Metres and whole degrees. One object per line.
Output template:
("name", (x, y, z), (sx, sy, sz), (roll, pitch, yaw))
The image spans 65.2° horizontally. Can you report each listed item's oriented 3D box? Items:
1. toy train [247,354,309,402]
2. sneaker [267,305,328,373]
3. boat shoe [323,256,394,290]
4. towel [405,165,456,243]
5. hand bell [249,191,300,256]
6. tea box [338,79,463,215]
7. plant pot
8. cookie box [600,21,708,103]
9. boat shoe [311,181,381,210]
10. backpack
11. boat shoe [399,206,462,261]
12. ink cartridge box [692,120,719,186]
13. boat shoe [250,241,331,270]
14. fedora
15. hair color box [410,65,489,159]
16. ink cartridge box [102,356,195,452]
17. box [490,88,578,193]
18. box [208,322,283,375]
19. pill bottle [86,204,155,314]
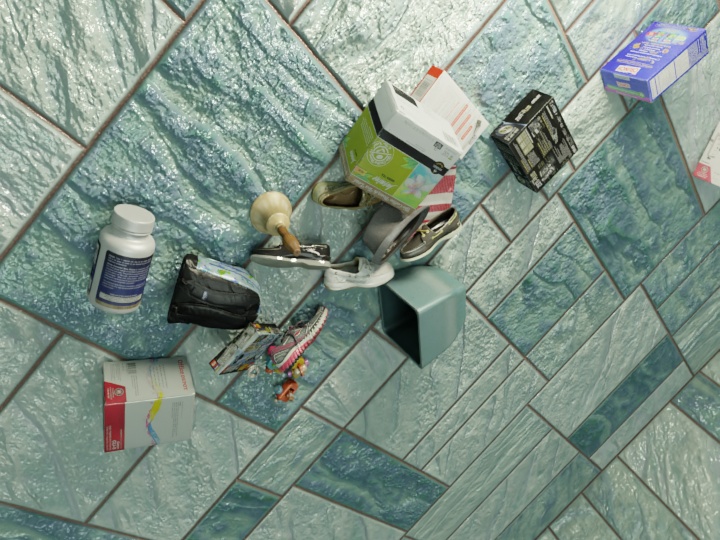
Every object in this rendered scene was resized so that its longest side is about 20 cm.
("toy train", (-0.207, 0.289, 1.510), (0.150, 0.056, 0.200), (-46, 139, -3))
("sneaker", (-0.154, 0.163, 1.448), (0.201, 0.074, 0.081), (-48, 174, -28))
("boat shoe", (0.000, 0.000, 1.455), (0.194, 0.071, 0.071), (-10, 125, -21))
("towel", (0.182, -0.172, 1.481), (0.140, 0.023, 0.206), (-9, 122, -24))
("hand bell", (-0.170, -0.084, 1.232), (0.101, 0.201, 0.107), (-13, 125, -19))
("tea box", (0.085, -0.269, 1.261), (0.196, 0.136, 0.197), (22, 126, -30))
("plant pot", (0.183, 0.103, 1.546), (0.196, 0.196, 0.201), (-24, 127, -23))
("cookie box", (0.764, -0.547, 1.474), (0.199, 0.172, 0.076), (-40, 126, 1))
("boat shoe", (-0.019, -0.175, 1.345), (0.194, 0.063, 0.075), (-9, 122, -24))
("backpack", (-0.320, 0.056, 1.287), (0.194, 0.155, 0.167), (17, 109, -13))
("boat shoe", (0.177, -0.095, 1.468), (0.198, 0.071, 0.062), (-33, 125, -17))
("ink cartridge box", (1.202, -0.376, 1.823), (0.080, 0.147, 0.205), (2, 117, -28))
("boat shoe", (-0.165, -0.041, 1.349), (0.193, 0.074, 0.063), (4, 77, -12))
("fedora", (0.075, -0.110, 1.398), (0.200, 0.090, 0.177), (-46, 170, -13))
("hair color box", (0.207, -0.375, 1.348), (0.198, 0.064, 0.112), (35, 99, -36))
("ink cartridge box", (-0.500, 0.309, 1.326), (0.194, 0.146, 0.149), (-1, 119, -27))
("box", (0.461, -0.339, 1.489), (0.164, 0.086, 0.199), (-46, 128, 4))
("box", (-0.272, 0.188, 1.367), (0.137, 0.040, 0.200), (-44, 170, 1))
("pill bottle", (-0.485, -0.025, 1.156), (0.108, 0.111, 0.205), (10, 114, -32))
